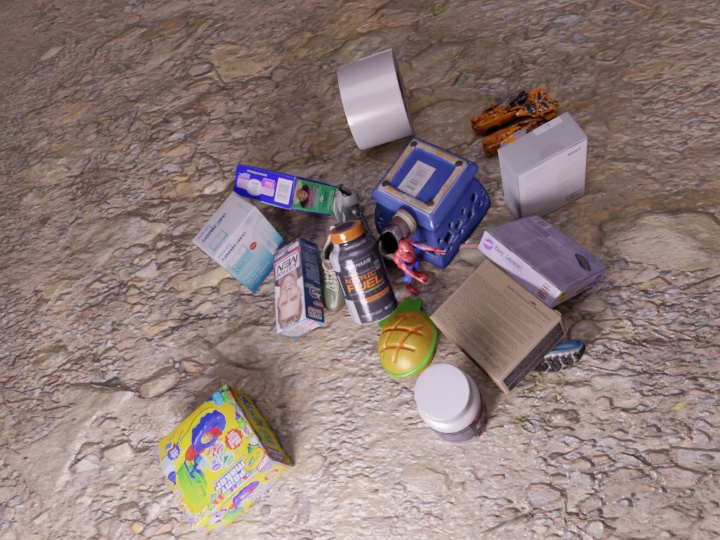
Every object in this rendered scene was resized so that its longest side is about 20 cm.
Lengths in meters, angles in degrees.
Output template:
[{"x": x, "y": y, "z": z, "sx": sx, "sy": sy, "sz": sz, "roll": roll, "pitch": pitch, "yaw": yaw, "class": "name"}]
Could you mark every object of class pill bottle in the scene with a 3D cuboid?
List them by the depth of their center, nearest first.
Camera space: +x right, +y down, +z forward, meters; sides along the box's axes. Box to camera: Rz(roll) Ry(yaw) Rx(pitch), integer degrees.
[{"x": 0.165, "y": 0.242, "z": 1.056, "sx": 0.112, "sy": 0.200, "sz": 0.116, "roll": -7, "pitch": 63, "yaw": 15, "class": "pill bottle"}, {"x": 0.000, "y": 0.000, "z": 1.210, "sx": 0.105, "sy": 0.203, "sz": 0.106, "roll": -18, "pitch": 19, "yaw": 7, "class": "pill bottle"}]

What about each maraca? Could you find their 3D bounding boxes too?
[{"x": 0.092, "y": 0.133, "z": 1.193, "sx": 0.136, "sy": 0.107, "sz": 0.201, "roll": -30, "pitch": 35, "yaw": 15, "class": "maraca"}]

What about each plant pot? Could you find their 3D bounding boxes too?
[{"x": 0.145, "y": -0.155, "z": 1.264, "sx": 0.199, "sy": 0.180, "sz": 0.201, "roll": 31, "pitch": 76, "yaw": 27, "class": "plant pot"}]

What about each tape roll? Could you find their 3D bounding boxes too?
[{"x": 0.040, "y": -0.408, "z": 1.411, "sx": 0.137, "sy": 0.203, "sz": 0.206, "roll": -14, "pitch": 61, "yaw": 12, "class": "tape roll"}]

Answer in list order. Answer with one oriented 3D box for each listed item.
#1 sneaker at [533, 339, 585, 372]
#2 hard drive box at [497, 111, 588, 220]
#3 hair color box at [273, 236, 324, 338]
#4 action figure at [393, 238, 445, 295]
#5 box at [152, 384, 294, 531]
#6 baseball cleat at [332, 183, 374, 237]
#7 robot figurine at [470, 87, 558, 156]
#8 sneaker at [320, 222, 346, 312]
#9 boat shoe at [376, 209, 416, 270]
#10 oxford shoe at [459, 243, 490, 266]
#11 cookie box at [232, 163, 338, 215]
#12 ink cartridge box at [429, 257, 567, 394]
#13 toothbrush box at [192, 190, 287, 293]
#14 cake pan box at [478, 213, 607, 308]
[{"x": 0.326, "y": 0.141, "z": 1.122, "sx": 0.197, "sy": 0.079, "sz": 0.091, "roll": -3, "pitch": 61, "yaw": 17, "class": "sneaker"}, {"x": 0.374, "y": -0.199, "z": 1.195, "sx": 0.154, "sy": 0.200, "sz": 0.078, "roll": -27, "pitch": 60, "yaw": 4, "class": "hard drive box"}, {"x": -0.142, "y": 0.038, "z": 1.322, "sx": 0.099, "sy": 0.060, "sz": 0.203, "roll": -29, "pitch": 56, "yaw": 35, "class": "hair color box"}, {"x": 0.124, "y": -0.003, "z": 1.188, "sx": 0.098, "sy": 0.200, "sz": 0.066, "roll": 24, "pitch": 75, "yaw": 26, "class": "action figure"}, {"x": -0.278, "y": 0.381, "z": 1.190, "sx": 0.199, "sy": 0.122, "sz": 0.193, "roll": -41, "pitch": 61, "yaw": -3, "class": "box"}, {"x": -0.016, "y": -0.113, "z": 1.342, "sx": 0.069, "sy": 0.107, "sz": 0.201, "roll": -21, "pitch": 59, "yaw": -18, "class": "baseball cleat"}, {"x": 0.364, "y": -0.349, "z": 1.352, "sx": 0.197, "sy": 0.058, "sz": 0.147, "roll": -24, "pitch": 61, "yaw": 7, "class": "robot figurine"}, {"x": -0.060, "y": -0.010, "z": 1.282, "sx": 0.066, "sy": 0.089, "sz": 0.204, "roll": 16, "pitch": 94, "yaw": 30, "class": "sneaker"}, {"x": 0.064, "y": -0.053, "z": 1.233, "sx": 0.065, "sy": 0.201, "sz": 0.072, "roll": -38, "pitch": 77, "yaw": -24, "class": "boat shoe"}, {"x": 0.284, "y": 0.003, "z": 1.207, "sx": 0.198, "sy": 0.071, "sz": 0.075, "roll": 25, "pitch": 81, "yaw": 29, "class": "oxford shoe"}, {"x": -0.171, "y": -0.188, "z": 1.375, "sx": 0.169, "sy": 0.199, "sz": 0.077, "roll": 17, "pitch": 99, "yaw": 25, "class": "cookie box"}, {"x": 0.255, "y": 0.100, "z": 1.096, "sx": 0.165, "sy": 0.075, "sz": 0.200, "roll": -44, "pitch": 48, "yaw": -2, "class": "ink cartridge box"}, {"x": -0.270, "y": -0.062, "z": 1.353, "sx": 0.085, "sy": 0.200, "sz": 0.147, "roll": 32, "pitch": 78, "yaw": 29, "class": "toothbrush box"}, {"x": 0.354, "y": -0.028, "z": 1.148, "sx": 0.183, "sy": 0.053, "sz": 0.200, "roll": -18, "pitch": 50, "yaw": -41, "class": "cake pan box"}]
